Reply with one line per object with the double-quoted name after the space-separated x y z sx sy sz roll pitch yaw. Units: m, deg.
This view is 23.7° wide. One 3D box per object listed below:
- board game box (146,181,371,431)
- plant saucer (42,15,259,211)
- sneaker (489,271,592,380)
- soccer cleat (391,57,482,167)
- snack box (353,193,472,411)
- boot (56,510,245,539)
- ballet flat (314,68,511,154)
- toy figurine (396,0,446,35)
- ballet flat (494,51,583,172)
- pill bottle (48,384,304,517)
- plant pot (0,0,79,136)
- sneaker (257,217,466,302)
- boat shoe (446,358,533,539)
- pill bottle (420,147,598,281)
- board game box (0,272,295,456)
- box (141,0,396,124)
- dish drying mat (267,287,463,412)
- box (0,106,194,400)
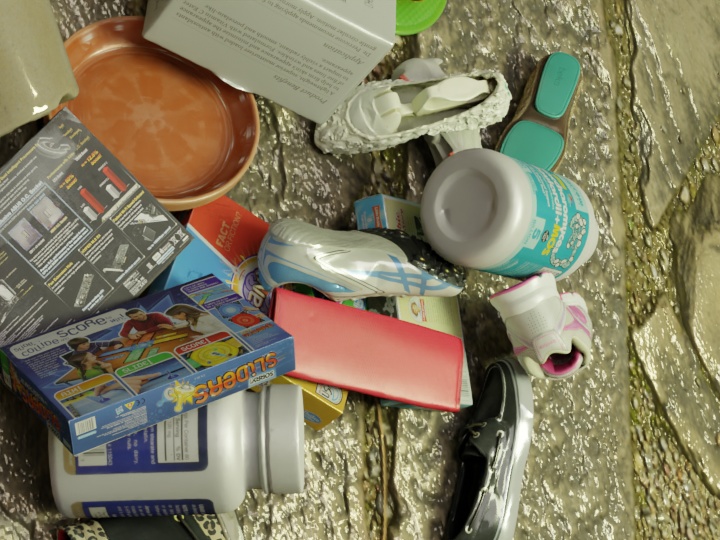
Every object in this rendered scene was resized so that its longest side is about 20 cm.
-0.091 0.032 1.556 0.200 0.040 0.153 33 45 -20 "board game box"
-0.190 -0.140 1.551 0.200 0.032 0.200 12 58 -19 "plant saucer"
0.185 0.069 1.675 0.200 0.081 0.088 27 40 -65 "sneaker"
0.099 -0.127 1.734 0.078 0.069 0.200 -26 87 -38 "soccer cleat"
0.051 0.033 1.646 0.116 0.037 0.200 12 67 -55 "snack box"
-0.160 0.285 1.440 0.154 0.073 0.204 -12 76 -32 "boot"
0.050 -0.163 1.665 0.200 0.072 0.072 -13 81 -6 "ballet flat"
0.073 -0.362 1.717 0.150 0.184 0.200 9 70 -30 "toy figurine"
0.184 -0.141 1.788 0.070 0.065 0.200 27 57 4 "ballet flat"
-0.148 0.142 1.411 0.200 0.120 0.120 -1 73 1 "pill bottle"
-0.332 -0.201 1.424 0.200 0.200 0.184 -33 106 -35 "plant pot"
0.000 0.000 1.560 0.200 0.073 0.072 9 27 -22 "sneaker"
0.123 0.177 1.654 0.057 0.069 0.200 17 69 -27 "boat shoe"
0.151 -0.047 1.633 0.200 0.111 0.111 12 67 -55 "pill bottle"
-0.172 0.071 1.378 0.200 0.135 0.034 -20 123 -27 "board game box"
-0.080 -0.277 1.596 0.199 0.131 0.200 25 45 -24 "box"
0.005 0.074 1.545 0.200 0.018 0.077 15 71 -27 "dish drying mat"
-0.265 -0.012 1.438 0.158 0.050 0.200 46 77 -12 "box"
